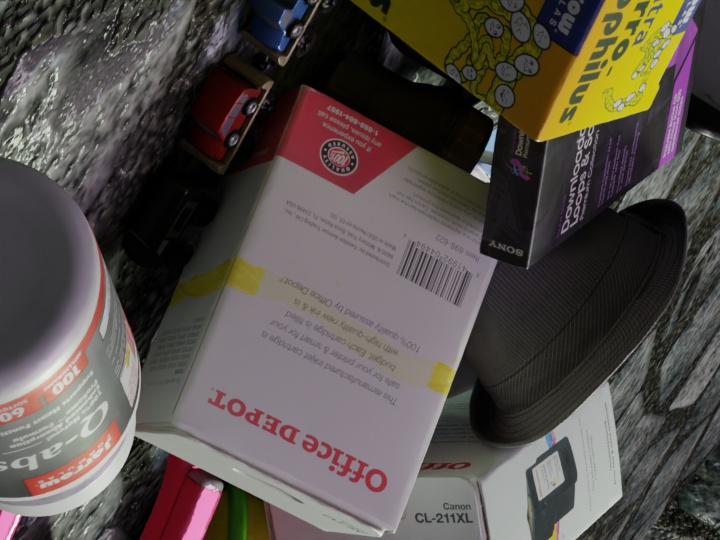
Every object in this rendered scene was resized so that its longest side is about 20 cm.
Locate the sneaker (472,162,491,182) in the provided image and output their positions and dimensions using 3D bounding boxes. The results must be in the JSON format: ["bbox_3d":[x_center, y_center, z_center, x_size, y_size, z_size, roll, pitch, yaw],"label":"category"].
[{"bbox_3d":[0.064,-0.033,1.772,0.082,0.074,0.201,-50,155,-32],"label":"sneaker"}]

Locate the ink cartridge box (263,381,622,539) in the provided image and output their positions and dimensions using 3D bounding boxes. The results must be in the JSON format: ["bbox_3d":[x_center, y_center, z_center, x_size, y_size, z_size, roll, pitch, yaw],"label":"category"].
[{"bbox_3d":[0.052,0.131,1.535,0.200,0.145,0.083,-30,114,-59],"label":"ink cartridge box"}]

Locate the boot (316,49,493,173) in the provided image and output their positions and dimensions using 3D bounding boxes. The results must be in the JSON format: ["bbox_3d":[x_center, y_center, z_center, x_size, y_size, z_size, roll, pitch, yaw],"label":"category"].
[{"bbox_3d":[0.011,-0.098,1.511,0.075,0.097,0.200,-58,-167,-2],"label":"boot"}]

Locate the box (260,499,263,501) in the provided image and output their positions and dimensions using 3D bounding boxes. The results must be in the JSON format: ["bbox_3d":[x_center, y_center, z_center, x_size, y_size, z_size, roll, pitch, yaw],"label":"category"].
[{"bbox_3d":[0.002,0.178,1.742,0.086,0.200,0.164,-7,137,-32],"label":"box"}]

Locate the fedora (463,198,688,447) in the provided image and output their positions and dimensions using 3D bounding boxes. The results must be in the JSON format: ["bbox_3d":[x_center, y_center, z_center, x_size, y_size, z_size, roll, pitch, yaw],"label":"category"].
[{"bbox_3d":[0.101,0.006,1.470,0.177,0.090,0.200,-47,-171,15],"label":"fedora"}]

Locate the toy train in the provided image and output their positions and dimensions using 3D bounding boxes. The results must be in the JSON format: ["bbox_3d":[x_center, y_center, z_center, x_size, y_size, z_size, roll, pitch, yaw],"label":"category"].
[{"bbox_3d":[-0.069,-0.086,1.344,0.046,0.034,0.201,6,118,-59],"label":"toy train"}]

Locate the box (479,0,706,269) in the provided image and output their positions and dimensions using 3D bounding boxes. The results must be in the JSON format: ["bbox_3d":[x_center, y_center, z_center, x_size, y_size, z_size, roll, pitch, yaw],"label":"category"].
[{"bbox_3d":[0.132,-0.101,1.399,0.200,0.036,0.144,-34,137,-50],"label":"box"}]

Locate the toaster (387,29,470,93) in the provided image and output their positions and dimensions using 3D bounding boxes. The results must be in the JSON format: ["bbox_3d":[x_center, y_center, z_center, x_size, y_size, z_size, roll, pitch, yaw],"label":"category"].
[{"bbox_3d":[0.093,-0.195,1.446,0.200,0.118,0.181,-52,163,-15],"label":"toaster"}]

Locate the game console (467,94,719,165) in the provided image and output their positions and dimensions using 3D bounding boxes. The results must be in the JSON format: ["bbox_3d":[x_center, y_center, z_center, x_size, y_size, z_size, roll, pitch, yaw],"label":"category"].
[{"bbox_3d":[0.168,-0.077,1.628,0.176,0.117,0.200,-34,157,25],"label":"game console"}]

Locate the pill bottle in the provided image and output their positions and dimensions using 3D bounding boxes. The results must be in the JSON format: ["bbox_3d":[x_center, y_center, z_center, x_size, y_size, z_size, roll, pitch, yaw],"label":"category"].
[{"bbox_3d":[-0.161,0.038,1.158,0.116,0.116,0.200,-51,163,-15],"label":"pill bottle"}]

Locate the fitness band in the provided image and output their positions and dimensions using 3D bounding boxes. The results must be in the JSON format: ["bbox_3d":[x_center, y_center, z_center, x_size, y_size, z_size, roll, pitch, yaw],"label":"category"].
[{"bbox_3d":[-0.154,0.146,1.414,0.143,0.037,0.201,21,95,-44],"label":"fitness band"}]

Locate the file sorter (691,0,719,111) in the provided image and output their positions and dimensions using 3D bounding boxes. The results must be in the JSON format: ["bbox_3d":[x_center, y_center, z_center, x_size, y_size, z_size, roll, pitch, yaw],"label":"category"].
[{"bbox_3d":[0.213,-0.212,1.619,0.124,0.200,0.139,-32,152,-58],"label":"file sorter"}]

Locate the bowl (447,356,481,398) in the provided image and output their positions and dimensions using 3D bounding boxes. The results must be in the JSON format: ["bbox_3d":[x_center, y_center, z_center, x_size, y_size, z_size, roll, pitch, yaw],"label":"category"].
[{"bbox_3d":[0.009,0.031,1.625,0.200,0.091,0.201,-18,-172,3],"label":"bowl"}]

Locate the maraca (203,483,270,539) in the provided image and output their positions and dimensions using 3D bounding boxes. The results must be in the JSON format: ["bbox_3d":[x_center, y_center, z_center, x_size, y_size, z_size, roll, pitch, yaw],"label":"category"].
[{"bbox_3d":[-0.096,0.217,1.731,0.200,0.106,0.138,121,-22,-72],"label":"maraca"}]

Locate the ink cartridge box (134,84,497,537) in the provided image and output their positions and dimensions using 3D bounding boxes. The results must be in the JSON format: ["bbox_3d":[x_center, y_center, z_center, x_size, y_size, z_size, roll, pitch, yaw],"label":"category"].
[{"bbox_3d":[-0.023,0.025,1.380,0.083,0.145,0.201,-11,-126,63],"label":"ink cartridge box"}]

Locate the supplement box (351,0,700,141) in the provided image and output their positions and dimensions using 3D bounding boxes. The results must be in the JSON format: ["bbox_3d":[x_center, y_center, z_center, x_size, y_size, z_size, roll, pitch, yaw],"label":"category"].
[{"bbox_3d":[0.061,-0.168,1.230,0.109,0.200,0.109,-19,141,-51],"label":"supplement box"}]
